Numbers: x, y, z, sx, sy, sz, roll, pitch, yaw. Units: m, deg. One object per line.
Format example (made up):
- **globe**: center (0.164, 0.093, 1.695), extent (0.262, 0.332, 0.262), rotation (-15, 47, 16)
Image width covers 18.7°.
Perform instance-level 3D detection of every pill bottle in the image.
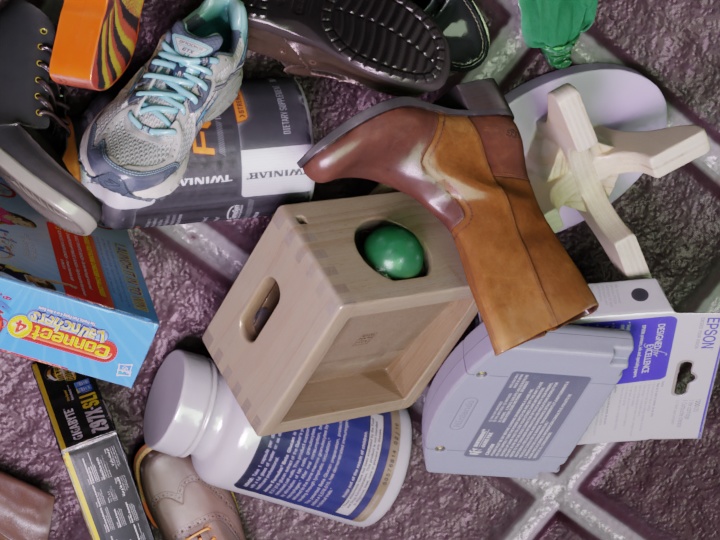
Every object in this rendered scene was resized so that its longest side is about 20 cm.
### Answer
- **pill bottle**: center (-0.141, -0.087, 1.648), extent (0.199, 0.106, 0.107), rotation (-6, 113, -15)
- **pill bottle**: center (-0.068, 0.130, 1.755), extent (0.199, 0.111, 0.111), rotation (18, 105, -23)

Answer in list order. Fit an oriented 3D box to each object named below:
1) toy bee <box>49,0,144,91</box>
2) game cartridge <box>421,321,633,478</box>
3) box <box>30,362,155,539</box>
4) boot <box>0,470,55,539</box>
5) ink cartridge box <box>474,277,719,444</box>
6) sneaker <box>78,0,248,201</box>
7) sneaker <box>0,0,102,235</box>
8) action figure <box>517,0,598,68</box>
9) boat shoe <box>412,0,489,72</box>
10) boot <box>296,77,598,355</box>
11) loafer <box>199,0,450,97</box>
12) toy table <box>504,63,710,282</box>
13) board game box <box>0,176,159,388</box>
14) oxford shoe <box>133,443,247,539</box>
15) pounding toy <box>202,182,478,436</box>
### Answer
- **toy bee**: center (-0.164, -0.227, 1.554), extent (0.131, 0.109, 0.201), rotation (33, 106, 17)
- **game cartridge**: center (0.122, 0.102, 1.735), extent (0.132, 0.042, 0.200), rotation (8, 144, -12)
- **box**: center (-0.197, 0.181, 1.711), extent (0.049, 0.160, 0.201), rotation (-19, 117, -7)
- **boot**: center (-0.303, 0.144, 1.716), extent (0.200, 0.064, 0.186), rotation (36, 111, -23)
- **ink cartridge box**: center (0.189, 0.079, 1.778), extent (0.199, 0.044, 0.199), rotation (-3, 145, -2)
- **sneaker**: center (-0.136, -0.130, 1.539), extent (0.077, 0.200, 0.087), rotation (25, 132, 2)
- **sneaker**: center (-0.229, -0.117, 1.562), extent (0.106, 0.200, 0.075), rotation (-44, 153, -8)
- **action figure**: center (0.149, -0.246, 1.696), extent (0.118, 0.055, 0.201), rotation (-19, 125, -20)
- **boat shoe**: center (0.034, -0.217, 1.669), extent (0.074, 0.066, 0.199), rotation (-41, 117, 2)
- **boot**: center (0.064, -0.029, 1.610), extent (0.188, 0.068, 0.201), rotation (-15, 78, -38)
- **loafer**: center (-0.027, -0.181, 1.647), extent (0.199, 0.071, 0.073), rotation (22, 65, 2)
- **toy table**: center (0.172, -0.077, 1.741), extent (0.200, 0.117, 0.184), rotation (-38, 117, 0)
- **board game box**: center (-0.259, -0.008, 1.592), extent (0.195, 0.200, 0.056), rotation (18, 109, -22)
- **oxford shoe**: center (-0.123, 0.223, 1.798), extent (0.071, 0.073, 0.200), rotation (-30, 116, -2)
- **pounding toy**: center (0.000, 0.000, 1.684), extent (0.183, 0.142, 0.200), rotation (-8, 144, -39)
